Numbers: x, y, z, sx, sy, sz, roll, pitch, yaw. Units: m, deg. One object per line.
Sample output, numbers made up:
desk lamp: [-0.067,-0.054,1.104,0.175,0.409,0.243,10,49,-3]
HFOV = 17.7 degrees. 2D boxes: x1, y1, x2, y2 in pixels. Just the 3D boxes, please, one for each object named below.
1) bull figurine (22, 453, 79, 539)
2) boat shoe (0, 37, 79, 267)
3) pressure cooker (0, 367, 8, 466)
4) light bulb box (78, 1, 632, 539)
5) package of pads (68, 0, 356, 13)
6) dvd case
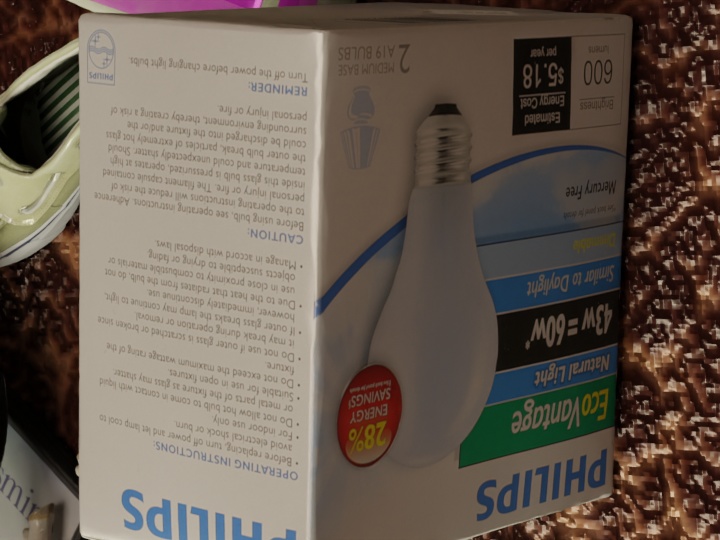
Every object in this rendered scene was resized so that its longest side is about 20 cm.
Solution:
bull figurine: [-0.110,0.151,1.080,0.200,0.065,0.122,-36,79,31]
boat shoe: [-0.158,-0.063,1.101,0.200,0.062,0.072,-39,72,35]
pressure cooker: [-0.289,0.070,1.128,0.199,0.175,0.180,-4,82,45]
light bulb box: [0.000,0.000,0.897,0.124,0.198,0.201,9,103,39]
package of pads: [-0.076,-0.181,1.004,0.199,0.068,0.155,24,101,35]
dvd case: [-0.211,0.150,1.201,0.143,0.017,0.201,43,120,27]
